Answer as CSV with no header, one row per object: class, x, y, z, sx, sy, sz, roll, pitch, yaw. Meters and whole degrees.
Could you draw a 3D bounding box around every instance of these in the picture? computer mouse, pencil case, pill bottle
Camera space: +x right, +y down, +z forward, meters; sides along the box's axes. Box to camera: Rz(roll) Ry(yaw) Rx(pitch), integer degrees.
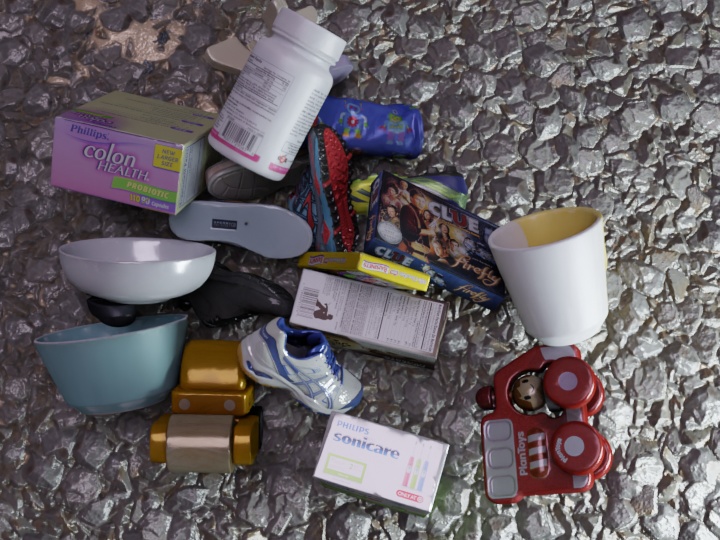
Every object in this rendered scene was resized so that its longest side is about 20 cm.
computer mouse,-0.344,0.044,1.343,0.058,0.200,0.034,-3,102,-25
pencil case,-0.009,-0.206,1.419,0.199,0.078,0.087,4,81,-16
pill bottle,-0.106,-0.229,1.302,0.113,0.113,0.201,31,99,10

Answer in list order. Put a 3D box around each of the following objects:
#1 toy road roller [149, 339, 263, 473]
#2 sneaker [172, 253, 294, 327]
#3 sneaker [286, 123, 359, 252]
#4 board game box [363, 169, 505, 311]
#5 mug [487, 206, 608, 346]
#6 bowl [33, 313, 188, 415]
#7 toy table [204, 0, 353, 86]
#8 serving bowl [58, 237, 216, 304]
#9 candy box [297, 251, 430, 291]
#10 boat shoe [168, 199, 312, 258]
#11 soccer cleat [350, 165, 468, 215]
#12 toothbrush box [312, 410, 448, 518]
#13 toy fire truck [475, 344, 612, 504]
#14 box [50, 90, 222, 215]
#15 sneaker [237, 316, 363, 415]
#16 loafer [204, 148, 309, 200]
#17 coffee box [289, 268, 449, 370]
toy road roller,-0.191,0.168,1.282,0.122,0.200,0.147,1,94,0
sneaker,-0.175,0.042,1.372,0.199,0.076,0.091,16,85,33
sneaker,-0.064,-0.104,1.373,0.095,0.201,0.079,9,30,25
board game box,0.102,-0.041,1.348,0.199,0.035,0.136,24,44,-18
mug,0.275,0.007,1.325,0.186,0.149,0.154,-21,107,-14
bowl,-0.318,0.125,1.315,0.199,0.201,0.106,-7,94,-1
toy table,-0.119,-0.295,1.431,0.200,0.184,0.118,-29,87,-37
serving bowl,-0.288,0.003,1.301,0.199,0.200,0.066,3,101,2
candy box,0.000,0.000,1.311,0.102,0.200,0.027,15,85,-24
boat shoe,-0.159,-0.066,1.395,0.199,0.091,0.071,10,99,4
soccer cleat,0.054,-0.096,1.421,0.199,0.065,0.084,-7,83,1
toothbrush box,0.026,0.245,1.252,0.145,0.200,0.087,16,74,5
toy fire truck,0.235,0.198,1.316,0.167,0.112,0.201,-9,72,18
box,-0.296,-0.166,1.372,0.175,0.200,0.097,13,111,5
sneaker,-0.059,0.125,1.299,0.088,0.199,0.076,-41,42,28
loafer,-0.132,-0.150,1.423,0.199,0.072,0.063,-13,56,-28
coffee box,0.014,0.067,1.348,0.199,0.113,0.080,13,77,4
